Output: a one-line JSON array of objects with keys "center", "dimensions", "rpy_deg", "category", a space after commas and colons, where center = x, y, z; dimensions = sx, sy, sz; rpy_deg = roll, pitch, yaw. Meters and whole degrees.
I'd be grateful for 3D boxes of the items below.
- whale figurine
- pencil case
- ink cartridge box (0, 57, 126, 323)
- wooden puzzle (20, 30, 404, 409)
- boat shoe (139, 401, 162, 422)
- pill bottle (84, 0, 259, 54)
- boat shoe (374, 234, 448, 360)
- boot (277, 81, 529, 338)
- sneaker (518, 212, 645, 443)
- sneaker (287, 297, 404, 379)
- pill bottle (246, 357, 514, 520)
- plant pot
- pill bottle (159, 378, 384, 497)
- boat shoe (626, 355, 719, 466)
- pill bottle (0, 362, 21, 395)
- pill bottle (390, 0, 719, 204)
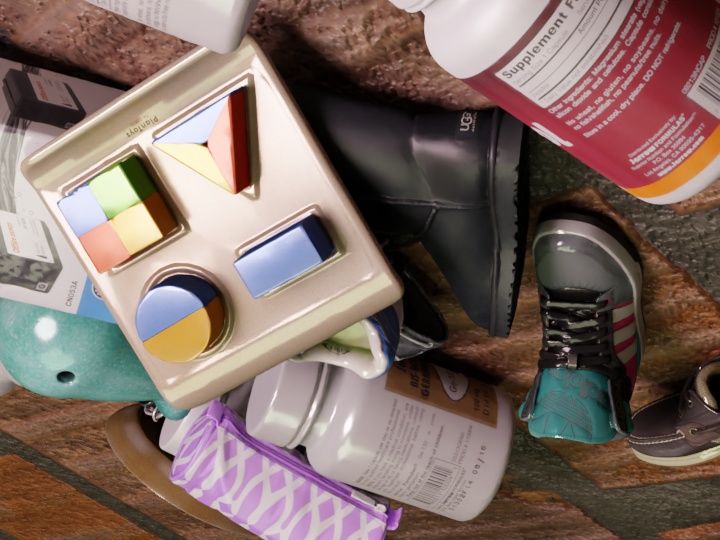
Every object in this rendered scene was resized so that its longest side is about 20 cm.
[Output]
[{"center": [-0.195, 0.065, 1.105], "dimensions": [0.159, 0.104, 0.200], "rpy_deg": [-36, 123, 25], "category": "whale figurine"}, {"center": [-0.064, 0.188, 1.201], "dimensions": [0.199, 0.084, 0.086], "rpy_deg": [30, 134, -16], "category": "pencil case"}, {"center": [-0.231, -0.058, 0.974], "dimensions": [0.199, 0.084, 0.146], "rpy_deg": [14, 127, -14], "category": "ink cartridge box"}, {"center": [-0.097, -0.022, 0.886], "dimensions": [0.185, 0.046, 0.201], "rpy_deg": [-28, 102, 20], "category": "wooden puzzle"}, {"center": [-0.200, 0.113, 1.342], "dimensions": [0.072, 0.063, 0.200], "rpy_deg": [-16, 136, 41], "category": "boat shoe"}, {"center": [-0.139, -0.201, 0.739], "dimensions": [0.199, 0.115, 0.114], "rpy_deg": [21, 150, -5], "category": "pill bottle"}, {"center": [0.000, 0.000, 1.037], "dimensions": [0.067, 0.072, 0.200], "rpy_deg": [-11, 136, 31], "category": "boat shoe"}, {"center": [0.027, -0.040, 0.946], "dimensions": [0.167, 0.077, 0.201], "rpy_deg": [7, 142, 12], "category": "boot"}, {"center": [0.152, 0.059, 0.999], "dimensions": [0.083, 0.121, 0.200], "rpy_deg": [3, 147, 24], "category": "sneaker"}, {"center": [-0.055, 0.011, 0.953], "dimensions": [0.199, 0.077, 0.076], "rpy_deg": [21, 122, -18], "category": "sneaker"}, {"center": [0.015, 0.121, 1.154], "dimensions": [0.199, 0.115, 0.114], "rpy_deg": [20, 151, -14], "category": "pill bottle"}, {"center": [-0.151, 0.183, 1.363], "dimensions": [0.199, 0.028, 0.200], "rpy_deg": [31, -169, -6], "category": "plant pot"}, {"center": [-0.075, 0.160, 1.298], "dimensions": [0.199, 0.116, 0.116], "rpy_deg": [26, 149, -14], "category": "pill bottle"}, {"center": [0.272, 0.095, 1.053], "dimensions": [0.065, 0.073, 0.199], "rpy_deg": [45, 139, -21], "category": "boat shoe"}, {"center": [-0.376, 0.062, 1.316], "dimensions": [0.199, 0.105, 0.104], "rpy_deg": [4, 147, 23], "category": "pill bottle"}, {"center": [0.107, -0.128, 0.725], "dimensions": [0.199, 0.113, 0.113], "rpy_deg": [31, 148, -19], "category": "pill bottle"}]
